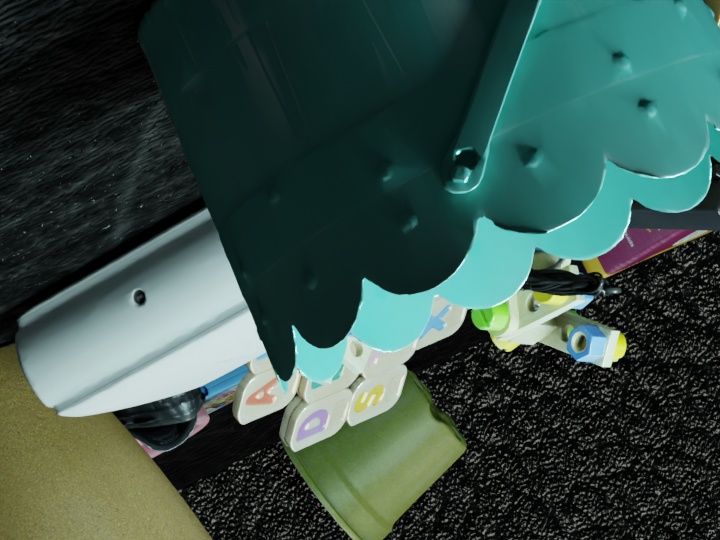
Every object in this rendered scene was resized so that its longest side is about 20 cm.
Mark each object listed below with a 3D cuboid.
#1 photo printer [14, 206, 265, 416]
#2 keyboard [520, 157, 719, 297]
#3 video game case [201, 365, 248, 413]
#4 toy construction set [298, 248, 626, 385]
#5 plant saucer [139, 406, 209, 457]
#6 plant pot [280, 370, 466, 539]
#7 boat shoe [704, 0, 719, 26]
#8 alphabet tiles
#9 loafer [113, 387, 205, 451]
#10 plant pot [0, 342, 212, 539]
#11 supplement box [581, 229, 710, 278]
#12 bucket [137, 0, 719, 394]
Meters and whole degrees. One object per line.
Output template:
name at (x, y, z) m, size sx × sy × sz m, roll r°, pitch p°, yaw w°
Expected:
photo printer at (-0.062, 0.005, 1.330) m, size 0.200 × 0.069 × 0.166 m, roll -29°, pitch 172°, yaw 25°
keyboard at (0.112, -0.039, 1.284) m, size 0.021 × 0.127 × 0.200 m, roll 30°, pitch 163°, yaw -38°
video game case at (-0.173, 0.130, 2.201) m, size 0.200 × 0.018 × 0.143 m, roll -25°, pitch 173°, yaw -3°
toy construction set at (0.053, 0.002, 1.408) m, size 0.200 × 0.131 × 0.092 m, roll -10°, pitch 169°, yaw 31°
plant saucer at (-0.216, 0.138, 1.934) m, size 0.200 × 0.051 × 0.201 m, roll -25°, pitch 175°, yaw -2°
plant pot at (0.028, 0.231, 3.221) m, size 0.184 × 0.200 × 0.200 m, roll -38°, pitch 173°, yaw 5°
boat shoe at (0.126, -0.099, 1.248) m, size 0.063 × 0.073 × 0.201 m, roll -14°, pitch 160°, yaw -44°
alphabet tiles at (0.008, 0.021, 1.533) m, size 0.196 × 0.015 × 0.200 m, roll -20°, pitch 139°, yaw -39°
loafer at (-0.149, 0.095, 1.743) m, size 0.068 × 0.070 × 0.201 m, roll -24°, pitch 174°, yaw -17°
plant pot at (-0.185, 0.148, 1.434) m, size 0.186 × 0.200 × 0.186 m, roll -26°, pitch 174°, yaw -3°
supplement box at (0.226, -0.087, 1.604) m, size 0.131 × 0.103 × 0.200 m, roll -21°, pitch 172°, yaw -34°
bucket at (0.031, -0.060, 0.862) m, size 0.207 × 0.135 × 0.207 m, roll -25°, pitch 175°, yaw -2°
